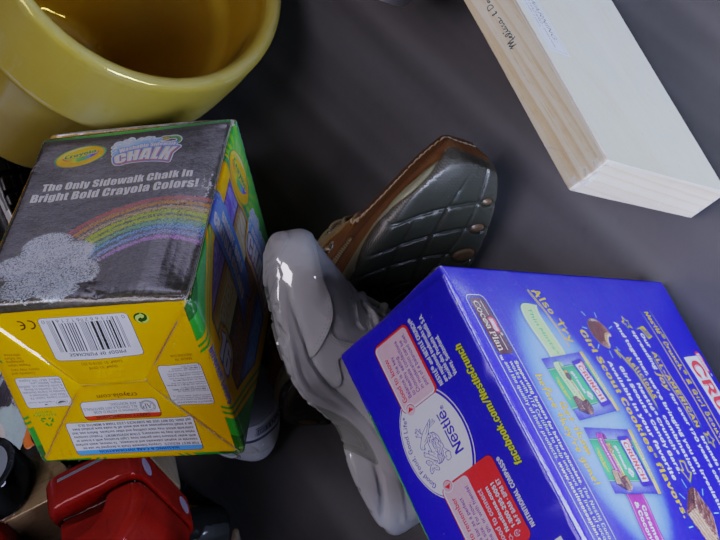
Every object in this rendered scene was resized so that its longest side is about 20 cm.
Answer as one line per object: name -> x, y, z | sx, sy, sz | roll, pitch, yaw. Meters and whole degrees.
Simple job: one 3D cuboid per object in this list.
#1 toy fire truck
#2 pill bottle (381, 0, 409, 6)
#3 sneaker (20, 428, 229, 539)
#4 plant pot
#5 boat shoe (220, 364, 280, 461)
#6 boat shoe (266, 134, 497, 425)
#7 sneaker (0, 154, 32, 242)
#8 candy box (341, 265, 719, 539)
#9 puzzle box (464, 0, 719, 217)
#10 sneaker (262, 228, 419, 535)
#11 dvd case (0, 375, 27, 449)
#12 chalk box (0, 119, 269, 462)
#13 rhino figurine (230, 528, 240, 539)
toy fire truck -> -0.189, 0.185, 0.798 | 0.175, 0.129, 0.200 | -26, 45, 6
pill bottle -> 0.041, -0.254, 0.773 | 0.112, 0.112, 0.200 | 44, 115, 32
sneaker -> -0.169, 0.139, 0.948 | 0.199, 0.070, 0.090 | 2, 90, 40
plant pot -> -0.182, -0.162, 0.909 | 0.189, 0.200, 0.202 | -35, 66, 48
boat shoe -> -0.139, 0.069, 0.913 | 0.201, 0.075, 0.086 | 22, 146, 15
boat shoe -> 0.000, 0.000, 0.818 | 0.200, 0.075, 0.074 | -54, 44, 22
sneaker -> -0.242, -0.004, 0.981 | 0.087, 0.076, 0.201 | -25, 85, 24
candy box -> 0.108, 0.089, 0.643 | 0.077, 0.200, 0.170 | -41, 62, 31
puzzle box -> 0.101, -0.120, 0.704 | 0.025, 0.133, 0.201 | -39, 64, 30
sneaker -> 0.017, 0.048, 0.758 | 0.099, 0.200, 0.078 | -25, 33, 6
dvd case -> -0.271, 0.055, 1.067 | 0.146, 0.022, 0.201 | 23, 103, 37
chalk box -> -0.124, -0.004, 0.818 | 0.124, 0.124, 0.200 | -4, 40, 11
rhino figurine -> -0.094, 0.242, 0.799 | 0.087, 0.060, 0.201 | -135, 56, -73
